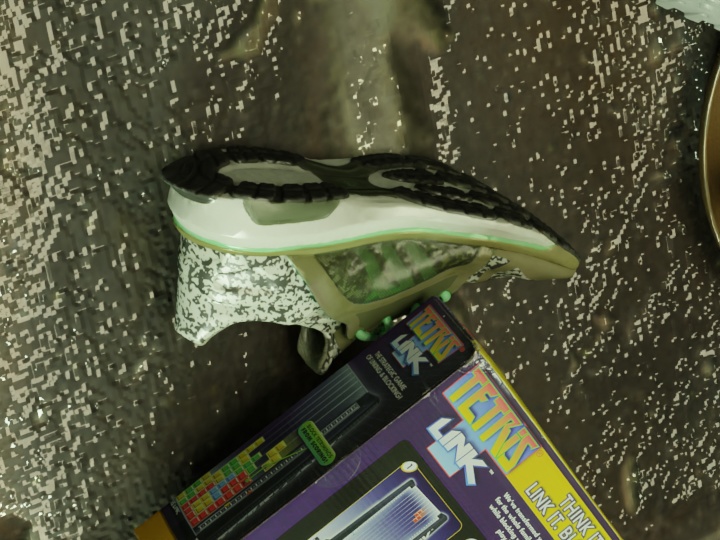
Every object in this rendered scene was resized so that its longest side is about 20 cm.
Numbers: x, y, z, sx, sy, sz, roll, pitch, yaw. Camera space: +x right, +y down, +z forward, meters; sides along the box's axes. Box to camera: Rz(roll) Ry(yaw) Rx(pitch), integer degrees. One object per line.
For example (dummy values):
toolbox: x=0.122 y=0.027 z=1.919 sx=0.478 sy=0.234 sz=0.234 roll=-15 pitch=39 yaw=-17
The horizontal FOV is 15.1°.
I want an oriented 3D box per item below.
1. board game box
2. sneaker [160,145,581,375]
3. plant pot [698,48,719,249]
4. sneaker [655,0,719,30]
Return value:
board game box: x=0.025 y=0.135 z=1.179 sx=0.165 sy=0.057 sz=0.200 roll=-38 pitch=124 yaw=-2
sneaker: x=0.000 y=0.000 z=1.163 sx=0.200 sy=0.077 sz=0.089 roll=5 pitch=112 yaw=-27
plant pot: x=0.237 y=-0.070 z=1.308 sx=0.200 sy=0.027 sz=0.201 roll=-8 pitch=106 yaw=-30
sneaker: x=0.139 y=-0.167 z=1.191 sx=0.200 sy=0.076 sz=0.081 roll=29 pitch=72 yaw=-26
